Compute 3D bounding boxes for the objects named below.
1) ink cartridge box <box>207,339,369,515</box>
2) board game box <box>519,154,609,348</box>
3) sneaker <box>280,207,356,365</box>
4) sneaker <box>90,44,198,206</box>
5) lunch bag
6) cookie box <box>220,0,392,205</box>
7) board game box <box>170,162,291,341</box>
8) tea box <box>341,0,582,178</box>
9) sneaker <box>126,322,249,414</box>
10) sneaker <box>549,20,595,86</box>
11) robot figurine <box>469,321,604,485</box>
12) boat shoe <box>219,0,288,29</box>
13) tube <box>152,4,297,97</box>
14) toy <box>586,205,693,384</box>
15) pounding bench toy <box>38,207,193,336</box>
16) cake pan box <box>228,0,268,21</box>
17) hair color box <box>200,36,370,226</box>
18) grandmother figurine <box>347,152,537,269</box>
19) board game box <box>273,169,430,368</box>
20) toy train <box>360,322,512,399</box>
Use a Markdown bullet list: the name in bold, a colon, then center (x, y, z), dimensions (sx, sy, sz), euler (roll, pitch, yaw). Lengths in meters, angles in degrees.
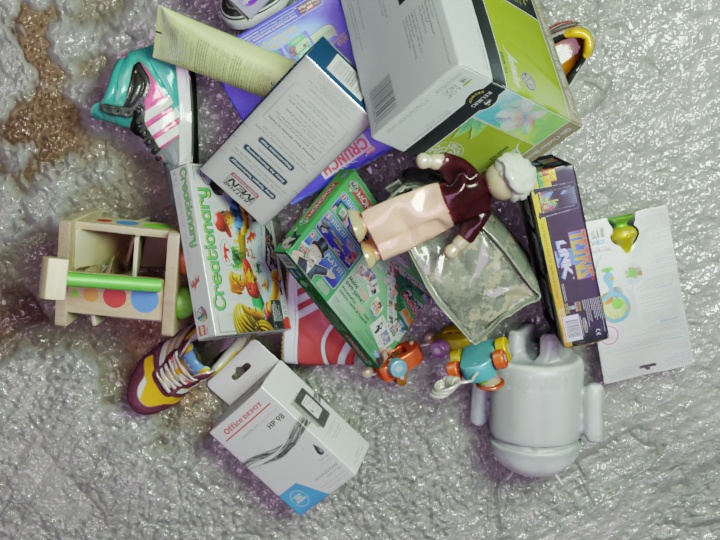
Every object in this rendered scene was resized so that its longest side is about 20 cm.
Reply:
- **ink cartridge box**: center (-0.103, 0.196, 1.235), dimensions (0.200, 0.067, 0.116), euler (43, 121, -6)
- **board game box**: center (0.230, -0.028, 1.151), dimensions (0.057, 0.165, 0.200), euler (-13, 100, 6)
- **sneaker**: center (-0.035, 0.024, 1.216), dimensions (0.112, 0.071, 0.200), euler (6, 108, 4)
- **sneaker**: center (-0.257, -0.171, 1.178), dimensions (0.121, 0.084, 0.200), euler (-2, 93, -3)
- **lunch bag**: center (0.109, -0.039, 1.154), dimensions (0.118, 0.164, 0.200), euler (-38, 97, 13)
- **cookie box**: center (-0.058, -0.205, 1.172), dimensions (0.171, 0.075, 0.200), euler (-28, 98, 7)
- **board game box**: center (-0.150, -0.022, 1.156), dimensions (0.035, 0.126, 0.200), euler (-16, 81, 37)
- **tea box**: center (0.105, -0.223, 1.052), dimensions (0.197, 0.200, 0.134), euler (16, 142, -38)
- **sneaker**: center (-0.219, 0.113, 1.228), dimensions (0.200, 0.090, 0.075), euler (-42, 97, 8)
- **sneaker**: center (0.193, -0.215, 1.160), dimensions (0.078, 0.082, 0.200), euler (40, 100, -6)
- **robot figurine**: center (0.214, 0.166, 1.215), dimensions (0.169, 0.113, 0.200), euler (4, 102, 28)
- **boat shoe**: center (-0.091, -0.363, 1.140), dimensions (0.200, 0.064, 0.071), euler (-42, 68, 4)
- **tube**: center (-0.136, -0.232, 1.106), dimensions (0.200, 0.052, 0.058), euler (20, 100, 0)
- **toy**: center (0.332, 0.027, 1.217), dimensions (0.115, 0.047, 0.200), euler (-12, 100, -2)
- **pounding bench toy**: center (-0.269, 0.007, 1.154), dimensions (0.156, 0.200, 0.124), euler (6, 100, 1)
- **cake pan box**: center (-0.115, -0.402, 1.100), dimensions (0.184, 0.052, 0.200), euler (-42, 56, 8)
- **hair color box**: center (-0.074, -0.148, 1.079), dimensions (0.100, 0.061, 0.200), euler (43, 125, -11)
- **grandmother figurine**: center (0.089, -0.072, 1.038), dimensions (0.200, 0.061, 0.121), euler (-20, 126, 3)
- **board game box**: center (0.000, 0.000, 1.161), dimensions (0.135, 0.029, 0.200), euler (-53, 124, -26)
- **toy train**: center (0.098, 0.120, 1.189), dimensions (0.150, 0.200, 0.056), euler (-30, 109, -18)
